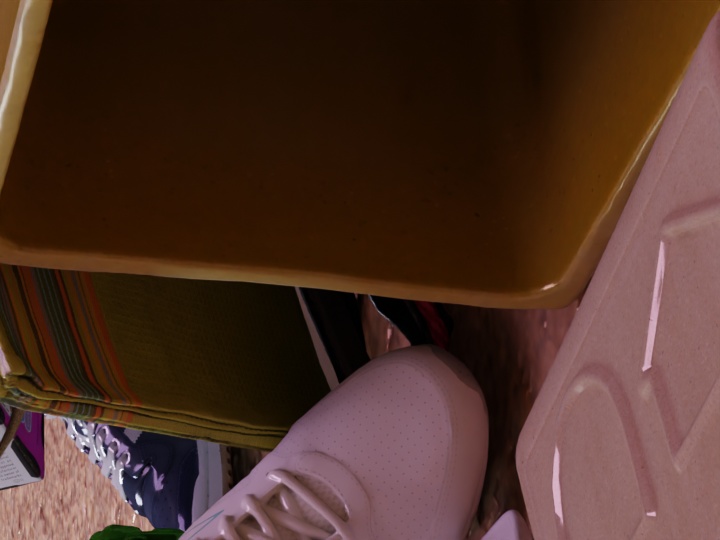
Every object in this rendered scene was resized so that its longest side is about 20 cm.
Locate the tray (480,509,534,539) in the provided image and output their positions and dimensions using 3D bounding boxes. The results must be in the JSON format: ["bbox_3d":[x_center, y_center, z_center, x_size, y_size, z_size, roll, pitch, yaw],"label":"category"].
[{"bbox_3d":[0.054,0.186,0.906,0.107,0.022,0.201,121,146,-61],"label":"tray"}]

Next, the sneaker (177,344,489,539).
[{"bbox_3d":[-0.032,0.106,0.932,0.070,0.200,0.080,41,-177,21],"label":"sneaker"}]

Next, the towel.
[{"bbox_3d":[-0.069,0.013,0.944,0.018,0.200,0.086,-28,68,25],"label":"towel"}]

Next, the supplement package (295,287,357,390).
[{"bbox_3d":[-0.076,-0.035,1.192,0.200,0.109,0.114,-125,39,-63],"label":"supplement package"}]

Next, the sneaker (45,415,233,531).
[{"bbox_3d":[-0.119,0.068,1.328,0.070,0.108,0.201,96,165,-48],"label":"sneaker"}]

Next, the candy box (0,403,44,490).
[{"bbox_3d":[-0.199,-0.012,1.222,0.200,0.061,0.137,65,-165,-47],"label":"candy box"}]

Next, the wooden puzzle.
[{"bbox_3d":[0.095,0.064,0.739,0.186,0.046,0.201,111,159,-49],"label":"wooden puzzle"}]

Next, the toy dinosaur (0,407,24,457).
[{"bbox_3d":[-0.132,-0.021,1.129,0.101,0.058,0.201,169,96,-86],"label":"toy dinosaur"}]

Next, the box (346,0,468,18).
[{"bbox_3d":[0.009,-0.132,0.990,0.070,0.064,0.201,148,121,-70],"label":"box"}]

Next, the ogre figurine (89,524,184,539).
[{"bbox_3d":[-0.057,0.167,1.135,0.199,0.098,0.121,2,92,39],"label":"ogre figurine"}]

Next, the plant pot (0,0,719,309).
[{"bbox_3d":[-0.008,-0.128,0.852,0.194,0.194,0.201,116,156,-55],"label":"plant pot"}]

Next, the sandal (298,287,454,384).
[{"bbox_3d":[0.000,0.000,1.023,0.075,0.045,0.201,78,170,-68],"label":"sandal"}]
